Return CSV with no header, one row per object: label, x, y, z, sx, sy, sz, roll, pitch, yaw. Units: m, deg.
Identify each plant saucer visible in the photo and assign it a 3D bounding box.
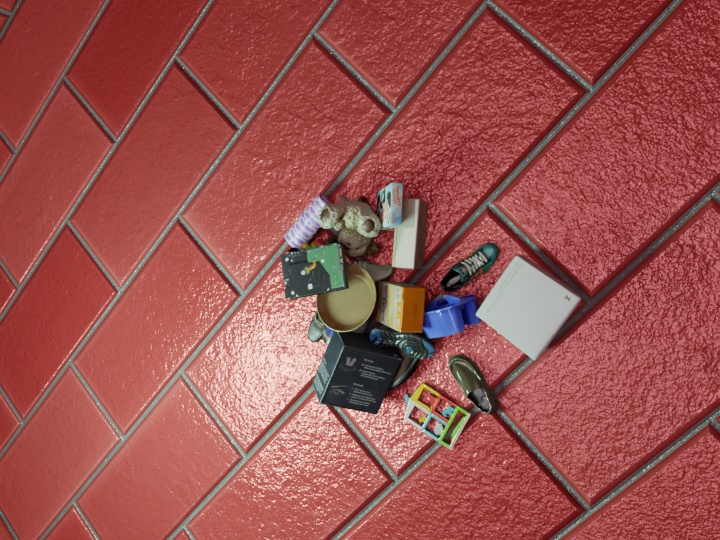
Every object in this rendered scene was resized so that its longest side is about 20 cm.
plant saucer,-0.038,0.085,1.623,0.198,0.035,0.203,-8,72,23

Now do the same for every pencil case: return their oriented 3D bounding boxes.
pencil case,-0.157,-0.153,1.755,0.200,0.085,0.084,-45,42,17

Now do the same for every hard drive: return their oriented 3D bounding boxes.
hard drive,-0.138,0.003,1.636,0.198,0.038,0.142,-12,80,18

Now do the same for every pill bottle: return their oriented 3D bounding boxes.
pill bottle,-0.030,0.148,1.694,0.111,0.112,0.202,32,103,17

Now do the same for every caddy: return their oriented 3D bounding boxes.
caddy,0.246,0.119,1.549,0.199,0.140,0.106,-21,88,59

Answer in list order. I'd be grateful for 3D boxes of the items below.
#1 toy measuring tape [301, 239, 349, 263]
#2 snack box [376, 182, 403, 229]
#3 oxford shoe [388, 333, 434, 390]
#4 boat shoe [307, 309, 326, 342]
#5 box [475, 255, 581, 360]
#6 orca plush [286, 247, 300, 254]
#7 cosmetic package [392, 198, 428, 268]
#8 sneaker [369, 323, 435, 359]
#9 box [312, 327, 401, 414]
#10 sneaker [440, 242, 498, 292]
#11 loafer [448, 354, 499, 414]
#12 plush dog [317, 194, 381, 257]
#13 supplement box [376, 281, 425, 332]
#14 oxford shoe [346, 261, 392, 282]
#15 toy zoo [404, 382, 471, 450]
toy measuring tape,-0.094,-0.050,1.746,0.198,0.074,0.074,20,99,-4
snack box,0.083,-0.183,1.595,0.037,0.200,0.118,2,89,-10
oxford shoe,0.135,0.275,1.659,0.084,0.073,0.201,38,93,19
boat shoe,-0.120,0.144,1.750,0.074,0.073,0.201,33,103,17
box,0.453,0.093,1.467,0.199,0.171,0.200,37,104,16
orca plush,-0.157,-0.006,1.751,0.200,0.071,0.105,46,148,-14
cosmetic package,0.148,-0.109,1.620,0.072,0.103,0.203,5,93,22
sneaker,0.129,0.197,1.602,0.198,0.082,0.074,17,113,19
box,-0.013,0.302,1.634,0.195,0.118,0.202,17,106,-23
sneaker,0.312,-0.004,1.568,0.200,0.080,0.072,-42,77,17
loafer,0.327,0.330,1.580,0.075,0.070,0.201,-44,77,17
plush dog,-0.021,-0.125,1.679,0.197,0.161,0.174,13,121,14
supplement box,0.113,0.102,1.591,0.073,0.200,0.128,2,92,-18
oxford shoe,0.000,0.000,1.683,0.197,0.076,0.058,-4,121,11
toy zoo,0.219,0.431,1.653,0.199,0.020,0.132,31,103,18
